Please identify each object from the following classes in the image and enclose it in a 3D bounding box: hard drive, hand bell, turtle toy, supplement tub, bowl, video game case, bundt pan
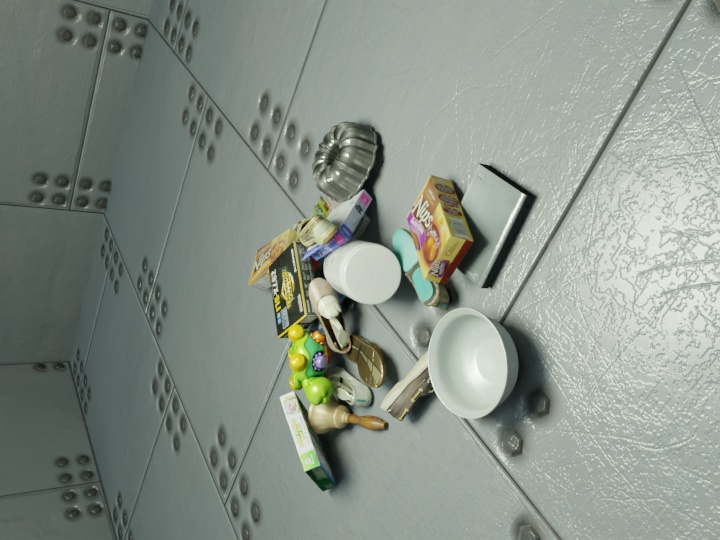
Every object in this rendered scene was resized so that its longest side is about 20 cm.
[{"bbox_3d":[0.238,-0.086,1.282,0.140,0.033,0.201,46,124,44],"label":"hard drive"},{"bbox_3d":[-0.018,0.353,1.576,0.199,0.104,0.105,2,89,40],"label":"hand bell"},{"bbox_3d":[-0.120,0.229,1.593,0.146,0.101,0.201,100,166,-56],"label":"turtle toy"},{"bbox_3d":[0.000,0.000,1.469,0.200,0.131,0.133,-159,75,-73],"label":"supplement tub"},{"bbox_3d":[0.224,0.170,1.238,0.201,0.090,0.202,-5,84,52],"label":"bowl"},{"bbox_3d":[-0.062,-0.122,1.696,0.200,0.023,0.182,57,131,37],"label":"video game case"},{"bbox_3d":[-0.049,-0.269,1.601,0.202,0.076,0.203,-31,49,44],"label":"bundt pan"}]

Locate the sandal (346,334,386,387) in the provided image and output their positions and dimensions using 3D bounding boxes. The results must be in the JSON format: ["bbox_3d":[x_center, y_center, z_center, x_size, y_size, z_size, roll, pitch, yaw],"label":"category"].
[{"bbox_3d":[0.022,0.205,1.545,0.200,0.054,0.081,38,113,64],"label":"sandal"}]

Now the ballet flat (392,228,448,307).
[{"bbox_3d":[0.129,-0.001,1.389,0.068,0.075,0.200,-46,49,27],"label":"ballet flat"}]

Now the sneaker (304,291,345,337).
[{"bbox_3d":[-0.087,0.112,1.677,0.200,0.082,0.074,-52,27,26],"label":"sneaker"}]

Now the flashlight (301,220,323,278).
[{"bbox_3d":[-0.123,-0.027,1.705,0.067,0.068,0.201,10,108,34],"label":"flashlight"}]

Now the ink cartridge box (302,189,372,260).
[{"bbox_3d":[-0.052,-0.097,1.534,0.119,0.042,0.200,-31,20,40],"label":"ink cartridge box"}]

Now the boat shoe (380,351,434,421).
[{"bbox_3d":[0.123,0.238,1.395,0.059,0.072,0.200,39,113,0],"label":"boat shoe"}]

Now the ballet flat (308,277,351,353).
[{"bbox_3d":[-0.063,0.110,1.557,0.067,0.068,0.201,35,150,61],"label":"ballet flat"}]

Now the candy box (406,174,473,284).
[{"bbox_3d":[0.154,-0.084,1.322,0.201,0.056,0.117,-101,30,-46],"label":"candy box"}]

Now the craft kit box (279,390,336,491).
[{"bbox_3d":[-0.128,0.422,1.636,0.200,0.048,0.198,73,176,-57],"label":"craft kit box"}]

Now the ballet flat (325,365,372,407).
[{"bbox_3d":[-0.050,0.279,1.618,0.200,0.069,0.070,20,104,52],"label":"ballet flat"}]

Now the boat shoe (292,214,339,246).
[{"bbox_3d":[-0.105,-0.099,1.486,0.073,0.063,0.200,-48,17,-14],"label":"boat shoe"}]

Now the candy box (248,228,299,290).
[{"bbox_3d":[-0.238,-0.028,1.870,0.200,0.055,0.116,-27,46,50],"label":"candy box"}]

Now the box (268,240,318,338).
[{"bbox_3d":[-0.168,0.050,1.666,0.160,0.049,0.201,-40,54,51],"label":"box"}]
